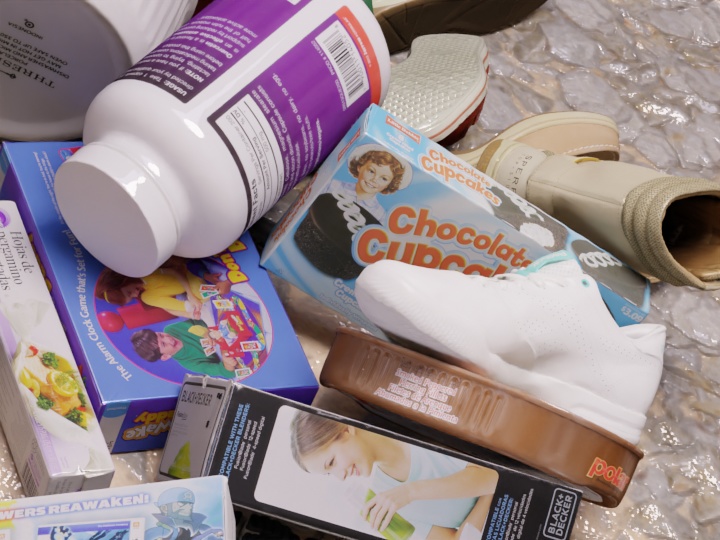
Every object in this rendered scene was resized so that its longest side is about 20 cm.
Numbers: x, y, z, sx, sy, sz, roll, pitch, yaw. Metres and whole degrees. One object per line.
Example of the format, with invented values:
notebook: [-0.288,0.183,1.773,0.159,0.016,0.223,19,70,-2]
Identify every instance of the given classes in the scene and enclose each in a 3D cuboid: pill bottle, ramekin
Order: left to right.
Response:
ramekin: [-0.198,-0.162,1.338,0.201,0.203,0.095,18,53,-9]
pill bottle: [-0.079,-0.085,1.288,0.112,0.113,0.200,38,55,14]

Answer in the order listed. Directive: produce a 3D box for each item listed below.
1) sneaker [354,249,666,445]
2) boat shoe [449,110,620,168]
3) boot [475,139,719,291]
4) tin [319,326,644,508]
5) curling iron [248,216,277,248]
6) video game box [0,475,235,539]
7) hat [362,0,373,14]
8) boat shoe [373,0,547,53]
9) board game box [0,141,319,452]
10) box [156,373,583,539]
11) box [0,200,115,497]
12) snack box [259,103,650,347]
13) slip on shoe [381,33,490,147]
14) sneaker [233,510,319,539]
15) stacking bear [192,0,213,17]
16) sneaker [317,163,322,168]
sneaker: [0.086,0.024,1.253,0.199,0.089,0.075,27,-6,-29]
boat shoe: [0.092,-0.047,1.459,0.199,0.071,0.065,-19,61,-27]
boot: [0.181,-0.023,1.388,0.155,0.073,0.199,14,-7,42]
tin: [0.063,0.081,1.249,0.199,0.042,0.112,19,-12,39]
curling iron: [0.000,0.000,1.386,0.199,0.026,0.050,22,77,4]
video game box: [-0.154,0.187,1.049,0.198,0.047,0.183,-6,47,1]
hat: [-0.097,-0.190,1.394,0.175,0.166,0.201,-12,49,-6]
boat shoe: [0.063,-0.208,1.603,0.199,0.074,0.067,-16,61,-38]
board game box: [-0.122,0.010,1.304,0.134,0.045,0.201,-2,48,-29]
box: [0.002,0.112,1.192,0.199,0.117,0.061,19,84,-16]
box: [-0.184,0.046,1.239,0.038,0.042,0.201,-2,47,-29]
snack box: [0.055,0.001,1.316,0.199,0.116,0.037,31,34,-13]
slip on shoe: [0.048,-0.105,1.458,0.073,0.062,0.200,2,17,10]
sneaker: [-0.046,0.178,1.146,0.199,0.080,0.077,16,21,15]
stacking bear: [-0.148,-0.193,1.459,0.199,0.122,0.114,23,33,-16]
sneaker: [-0.025,-0.105,1.449,0.088,0.074,0.201,22,38,-7]
